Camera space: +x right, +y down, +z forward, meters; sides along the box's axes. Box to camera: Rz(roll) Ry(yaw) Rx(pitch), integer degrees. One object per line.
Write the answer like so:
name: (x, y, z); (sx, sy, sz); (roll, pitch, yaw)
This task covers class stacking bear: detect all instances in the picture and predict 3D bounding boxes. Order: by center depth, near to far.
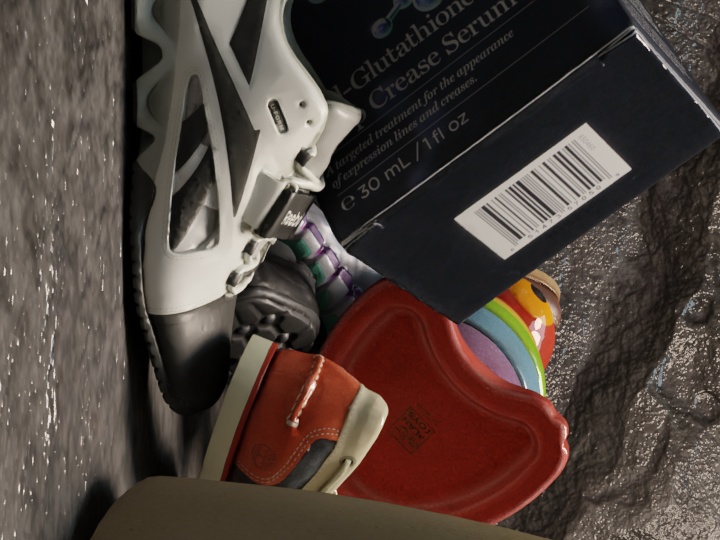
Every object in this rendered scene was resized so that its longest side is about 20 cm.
stacking bear: (0.048, 0.052, 0.940); (0.114, 0.121, 0.200); (-46, 178, 20)

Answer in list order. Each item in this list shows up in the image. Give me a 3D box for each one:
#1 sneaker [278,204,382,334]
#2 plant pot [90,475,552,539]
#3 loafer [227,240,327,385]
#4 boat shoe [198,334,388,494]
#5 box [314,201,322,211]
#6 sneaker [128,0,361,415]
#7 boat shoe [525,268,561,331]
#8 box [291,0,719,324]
sneaker: (0.000, 0.000, 1.041); (0.074, 0.088, 0.200); (11, -43, 55)
plant pot: (0.026, 0.157, 0.624); (0.187, 0.199, 0.188); (-6, 90, -73)
loafer: (-0.053, 0.017, 0.874); (0.201, 0.068, 0.071); (64, 7, -77)
boat shoe: (-0.038, 0.101, 0.793); (0.200, 0.062, 0.071); (110, 0, -51)
box: (0.033, -0.108, 0.993); (0.160, 0.044, 0.200); (-44, -174, 8)
sneaker: (-0.045, -0.039, 0.726); (0.074, 0.088, 0.201); (-85, 177, -77)
boat shoe: (0.025, 0.028, 1.117); (0.071, 0.199, 0.070); (105, -13, -47)
box: (0.038, -0.107, 0.815); (0.107, 0.148, 0.200); (34, 24, -52)
